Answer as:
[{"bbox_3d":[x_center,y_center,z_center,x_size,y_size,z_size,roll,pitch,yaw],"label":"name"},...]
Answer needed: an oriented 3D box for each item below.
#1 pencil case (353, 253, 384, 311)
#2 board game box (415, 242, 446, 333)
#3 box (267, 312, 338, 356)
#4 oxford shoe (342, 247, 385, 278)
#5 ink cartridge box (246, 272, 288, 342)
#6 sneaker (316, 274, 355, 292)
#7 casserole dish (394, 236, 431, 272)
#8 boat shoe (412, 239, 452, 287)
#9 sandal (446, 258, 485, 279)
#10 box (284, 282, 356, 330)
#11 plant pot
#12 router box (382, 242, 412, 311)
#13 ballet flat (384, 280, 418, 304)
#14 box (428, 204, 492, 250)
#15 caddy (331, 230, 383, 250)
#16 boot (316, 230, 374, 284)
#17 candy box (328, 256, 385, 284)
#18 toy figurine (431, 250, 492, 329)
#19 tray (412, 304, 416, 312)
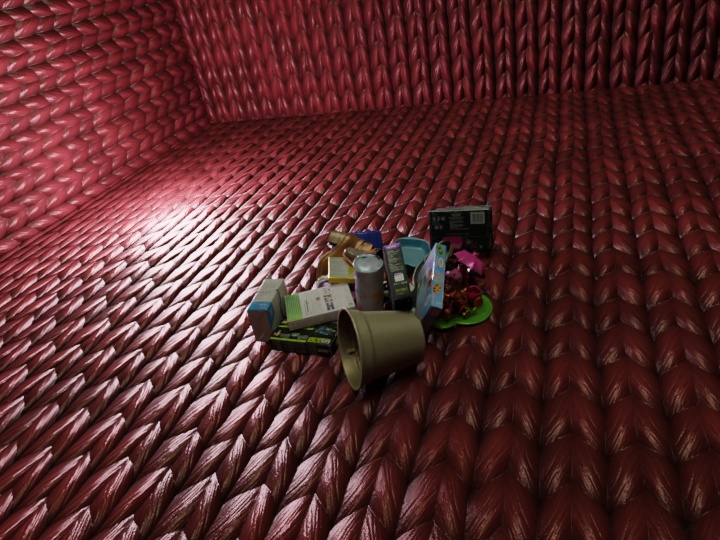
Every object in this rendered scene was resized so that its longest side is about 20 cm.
[{"bbox_3d":[0.021,0.053,1.557,0.082,0.203,0.090,-30,44,-32],"label":"pencil case"},{"bbox_3d":[0.186,0.053,1.491,0.036,0.152,0.203,15,54,-6],"label":"board game box"},{"bbox_3d":[-0.135,0.161,1.585,0.196,0.048,0.194,2,35,21],"label":"box"},{"bbox_3d":[0.035,-0.041,1.656,0.197,0.074,0.071,19,40,22],"label":"oxford shoe"},{"bbox_3d":[-0.261,0.104,1.650,0.066,0.118,0.201,-2,32,14],"label":"ink cartridge box"},{"bbox_3d":[-0.037,0.053,1.725,0.196,0.081,0.085,-14,55,-5],"label":"sneaker"},{"bbox_3d":[0.173,-0.048,1.812,0.118,0.039,0.201,3,31,-4],"label":"casserole dish"},{"bbox_3d":[0.225,-0.017,1.699,0.074,0.060,0.200,40,56,2],"label":"boat shoe"},{"bbox_3d":[0.321,-0.013,1.654,0.074,0.046,0.200,16,3,-15],"label":"sandal"},{"bbox_3d":[-0.118,0.101,1.602,0.196,0.037,0.145,-11,29,-6],"label":"box"},{"bbox_3d":[0.055,0.179,1.372,0.180,0.204,0.201,-8,28,-17],"label":"plant pot"},{"bbox_3d":[0.098,0.039,1.460,0.050,0.201,0.152,-11,68,0],"label":"router box"},{"bbox_3d":[0.100,0.063,1.613,0.196,0.070,0.068,-6,27,27],"label":"ballet flat"},{"bbox_3d":[0.332,-0.144,1.820,0.196,0.135,0.115,0,13,18],"label":"box"},{"bbox_3d":[-0.010,-0.076,1.877,0.196,0.107,0.141,-3,7,15],"label":"caddy"},{"bbox_3d":[-0.051,-0.019,1.773,0.152,0.204,0.074,19,0,13],"label":"boot"},{"bbox_3d":[0.000,0.000,1.684,0.195,0.027,0.103,1,37,-3],"label":"candy box"},{"bbox_3d":[0.266,0.039,1.495,0.197,0.187,0.150,-22,37,-21],"label":"toy figurine"},{"bbox_3d":[0.156,0.123,1.569,0.106,0.023,0.199,16,40,37],"label":"tray"}]
